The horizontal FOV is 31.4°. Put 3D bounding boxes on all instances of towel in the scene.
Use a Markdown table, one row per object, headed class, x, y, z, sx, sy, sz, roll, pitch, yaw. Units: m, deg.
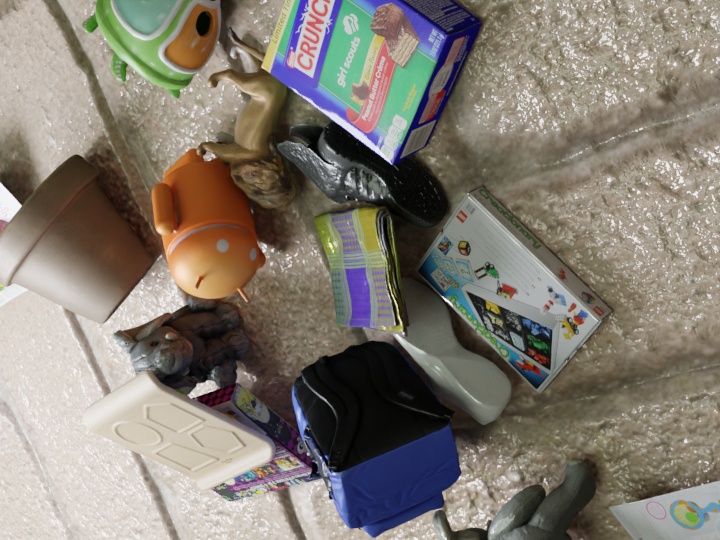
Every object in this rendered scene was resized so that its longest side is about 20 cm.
| class | x | y | z | sx | sy | sz | roll | pitch | yaw |
| --- | --- | --- | --- | --- | --- | --- | --- | --- | --- |
| towel | 0.000 | 0.000 | 1.464 | 0.200 | 0.023 | 0.146 | 4 | 106 | 67 |

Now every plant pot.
| class | x | y | z | sx | sy | sz | roll | pitch | yaw |
| --- | --- | --- | --- | --- | --- | --- | --- | --- | --- |
| plant pot | -0.377 | -0.024 | 1.711 | 0.174 | 0.201 | 0.200 | 40 | 130 | -5 |

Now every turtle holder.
| class | x | y | z | sx | sy | sz | roll | pitch | yaw |
| --- | --- | --- | --- | --- | --- | --- | --- | --- | --- |
| turtle holder | -0.238 | -0.310 | 1.520 | 0.132 | 0.140 | 0.187 | -44 | 41 | 25 |

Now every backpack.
| class | x | y | z | sx | sy | sz | roll | pitch | yaw |
| --- | --- | --- | --- | --- | --- | --- | --- | --- | --- |
| backpack | 0.007 | 0.193 | 1.485 | 0.200 | 0.161 | 0.169 | -126 | 23 | -49 |

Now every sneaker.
| class | x | y | z | sx | sy | sz | roll | pitch | yaw |
| --- | --- | --- | --- | --- | --- | --- | --- | --- | --- |
| sneaker | 0.001 | -0.106 | 1.457 | 0.199 | 0.060 | 0.104 | 37 | 154 | -4 |
| sneaker | 0.087 | 0.100 | 1.480 | 0.200 | 0.075 | 0.089 | 49 | 155 | 17 |

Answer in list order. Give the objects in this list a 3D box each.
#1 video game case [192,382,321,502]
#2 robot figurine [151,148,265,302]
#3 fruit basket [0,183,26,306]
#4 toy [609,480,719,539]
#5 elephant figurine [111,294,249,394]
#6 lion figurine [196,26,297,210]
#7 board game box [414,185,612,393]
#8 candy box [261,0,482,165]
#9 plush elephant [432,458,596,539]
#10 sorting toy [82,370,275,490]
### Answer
| class | x | y | z | sx | sy | sz | roll | pitch | yaw |
| --- | --- | --- | --- | --- | --- | --- | --- | --- | --- |
| video game case | -0.168 | 0.231 | 1.689 | 0.199 | 0.036 | 0.181 | -22 | 126 | 41 |
| robot figurine | -0.185 | -0.051 | 1.559 | 0.144 | 0.115 | 0.202 | 80 | 174 | -57 |
| fruit basket | -0.547 | -0.034 | 1.864 | 0.199 | 0.094 | 0.186 | -22 | 116 | 34 |
| toy | 0.371 | 0.262 | 1.334 | 0.116 | 0.047 | 0.199 | 53 | 142 | -8 |
| elephant figurine | -0.250 | 0.107 | 1.639 | 0.141 | 0.199 | 0.156 | 37 | 120 | 21 |
| lion figurine | -0.122 | -0.177 | 1.515 | 0.121 | 0.072 | 0.202 | 19 | 115 | 22 |
| board game box | 0.164 | 0.022 | 1.403 | 0.200 | 0.035 | 0.127 | 45 | 129 | 13 |
| candy box | 0.008 | -0.245 | 1.381 | 0.199 | 0.077 | 0.170 | 39 | 128 | 19 |
| plush elephant | 0.172 | 0.322 | 1.453 | 0.154 | 0.199 | 0.166 | 4 | 120 | 55 |
| sorting toy | -0.228 | 0.200 | 1.611 | 0.199 | 0.037 | 0.184 | 34 | 140 | -23 |
